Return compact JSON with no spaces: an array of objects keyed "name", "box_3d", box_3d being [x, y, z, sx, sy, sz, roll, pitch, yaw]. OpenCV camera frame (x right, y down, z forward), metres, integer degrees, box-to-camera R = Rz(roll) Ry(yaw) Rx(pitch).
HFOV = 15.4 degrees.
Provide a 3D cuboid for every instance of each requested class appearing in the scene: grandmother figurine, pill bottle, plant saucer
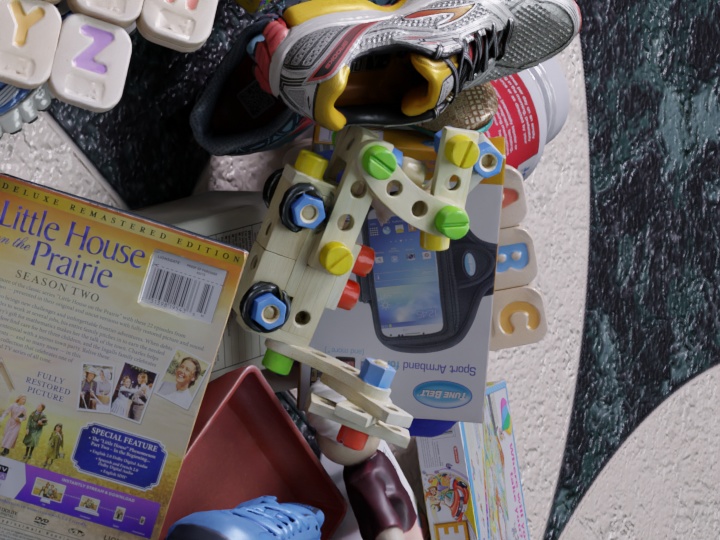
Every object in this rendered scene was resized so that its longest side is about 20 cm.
[{"name":"grandmother figurine","box_3d":[0.015,0.157,1.629,0.060,0.121,0.201,-21,102,-7]},{"name":"pill bottle","box_3d":[0.052,-0.087,1.754,0.200,0.112,0.113,-33,119,-47]},{"name":"plant saucer","box_3d":[-0.101,0.172,1.575,0.200,0.037,0.200,-55,149,-16]}]

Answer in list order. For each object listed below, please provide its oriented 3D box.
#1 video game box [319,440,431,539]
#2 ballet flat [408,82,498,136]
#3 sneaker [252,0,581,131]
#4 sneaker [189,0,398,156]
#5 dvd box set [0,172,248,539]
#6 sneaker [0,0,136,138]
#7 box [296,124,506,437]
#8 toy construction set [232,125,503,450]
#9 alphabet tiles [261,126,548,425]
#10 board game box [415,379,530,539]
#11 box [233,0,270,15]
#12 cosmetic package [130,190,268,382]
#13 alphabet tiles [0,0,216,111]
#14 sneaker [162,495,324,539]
[{"name":"video game box","box_3d":[0.016,0.235,1.729,0.201,0.047,0.183,-83,152,-44]},{"name":"ballet flat","box_3d":[0.024,-0.143,1.657,0.070,0.200,0.066,-18,119,-20]},{"name":"sneaker","box_3d":[0.042,-0.119,1.534,0.199,0.082,0.078,-17,130,-23]},{"name":"sneaker","box_3d":[-0.025,-0.131,1.576,0.079,0.200,0.096,46,23,2]},{"name":"dvd box set","box_3d":[-0.159,0.062,1.443,0.146,0.029,0.201,17,92,-11]},{"name":"sneaker","box_3d":[-0.168,-0.162,1.466,0.200,0.078,0.089,-48,126,-29]},{"name":"box","box_3d":[0.024,0.014,1.638,0.042,0.118,0.201,-85,178,-71]},{"name":"toy construction set","box_3d":[0.000,0.000,1.543,0.131,0.092,0.201,18,85,-23]},{"name":"alphabet tiles","box_3d":[0.015,0.008,1.665,0.015,0.194,0.201,-91,170,-70]},{"name":"board game box","box_3d":[0.083,0.182,1.826,0.134,0.034,0.201,-10,91,-72]},{"name":"box","box_3d":[-0.021,-0.291,1.548,0.122,0.193,0.200,40,48,4]},{"name":"cosmetic package","box_3d":[-0.120,0.019,1.560,0.200,0.073,0.104,-16,106,-53]},{"name":"alphabet tiles","box_3d":[-0.166,-0.191,1.422,0.199,0.015,0.197,17,70,-17]},{"name":"sneaker","box_3d":[-0.060,0.150,1.484,0.079,0.066,0.200,-52,168,-10]}]
